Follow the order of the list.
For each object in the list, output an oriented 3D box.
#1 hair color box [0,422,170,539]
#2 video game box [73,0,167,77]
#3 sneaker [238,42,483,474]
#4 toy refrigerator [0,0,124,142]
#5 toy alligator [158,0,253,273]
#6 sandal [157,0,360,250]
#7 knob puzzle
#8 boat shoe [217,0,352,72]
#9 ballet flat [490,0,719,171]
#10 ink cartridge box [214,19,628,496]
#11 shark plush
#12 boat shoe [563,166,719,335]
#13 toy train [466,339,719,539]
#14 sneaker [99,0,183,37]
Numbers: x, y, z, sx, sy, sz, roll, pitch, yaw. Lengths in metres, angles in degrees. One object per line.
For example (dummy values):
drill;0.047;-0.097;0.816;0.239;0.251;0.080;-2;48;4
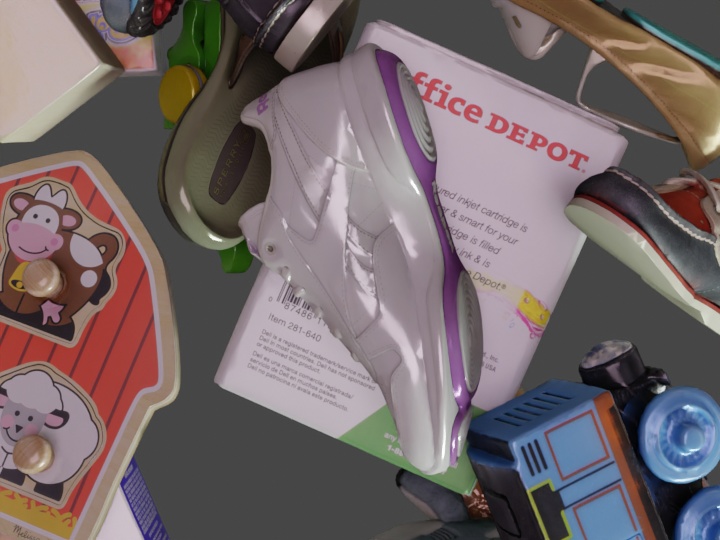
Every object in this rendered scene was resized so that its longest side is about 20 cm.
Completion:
hair color box;-0.148;0.188;0.788;0.109;0.065;0.201;-23;93;2
video game box;-0.207;-0.190;0.766;0.198;0.047;0.184;-3;97;0
sneaker;0.000;0.000;0.693;0.099;0.075;0.202;-14;90;16
toy refrigerator;-0.206;-0.160;0.708;0.070;0.076;0.201;-35;95;3
toy alligator;-0.083;-0.098;0.773;0.054;0.059;0.202;-6;87;44
sandal;-0.038;-0.103;0.737;0.079;0.057;0.203;30;68;-33
knob puzzle;-0.185;0.026;0.757;0.217;0.030;0.222;-3;73;9
boat shoe;-0.003;-0.189;0.706;0.062;0.073;0.201;34;67;-4
ballet flat;0.118;-0.122;0.764;0.199;0.069;0.063;35;108;-2
ink cartridge box;0.030;-0.009;0.761;0.144;0.084;0.201;24;95;-2
shark plush;0.086;0.179;0.777;0.198;0.083;0.092;20;93;-3
boat shoe;0.162;-0.017;0.717;0.071;0.200;0.063;41;98;34
toy train;0.133;0.138;0.711;0.113;0.087;0.202;-24;98;-12
sneaker;-0.134;-0.211;0.715;0.095;0.079;0.202;-6;88;9
